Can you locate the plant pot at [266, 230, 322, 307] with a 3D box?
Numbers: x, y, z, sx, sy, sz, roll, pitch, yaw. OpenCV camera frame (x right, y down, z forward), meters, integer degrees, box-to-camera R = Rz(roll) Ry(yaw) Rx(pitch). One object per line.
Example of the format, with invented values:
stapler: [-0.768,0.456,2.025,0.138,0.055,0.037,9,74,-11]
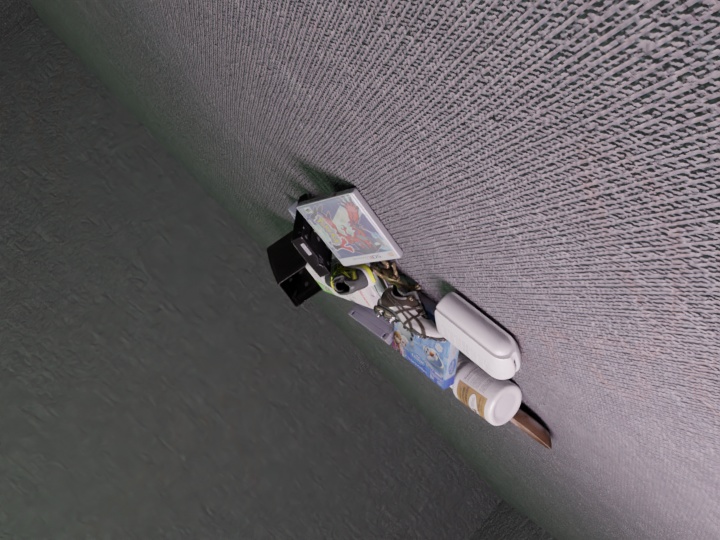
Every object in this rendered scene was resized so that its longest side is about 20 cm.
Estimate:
plant pot: [-0.218,-0.024,2.109,0.178,0.200,0.200,51,174,30]

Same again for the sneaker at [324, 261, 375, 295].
sneaker: [-0.047,0.021,1.506,0.200,0.085,0.075,-7,107,58]

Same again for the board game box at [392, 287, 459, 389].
board game box: [0.165,0.167,1.514,0.200,0.043,0.199,36,135,40]

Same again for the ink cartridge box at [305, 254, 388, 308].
ink cartridge box: [-0.036,0.020,1.713,0.200,0.084,0.146,18,156,31]

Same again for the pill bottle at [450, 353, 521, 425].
pill bottle: [0.301,0.296,1.524,0.200,0.114,0.114,32,163,50]

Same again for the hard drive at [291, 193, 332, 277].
hard drive: [-0.123,-0.095,1.567,0.140,0.038,0.200,53,-155,-35]

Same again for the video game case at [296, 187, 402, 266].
video game case: [-0.025,-0.092,1.354,0.182,0.023,0.200,-8,131,43]

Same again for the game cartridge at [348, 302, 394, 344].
game cartridge: [0.062,0.120,1.724,0.200,0.130,0.038,32,165,51]

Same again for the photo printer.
photo printer: [0.254,0.148,1.273,0.200,0.069,0.166,39,168,25]

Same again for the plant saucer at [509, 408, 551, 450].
plant saucer: [0.428,0.396,1.576,0.200,0.037,0.200,39,175,4]

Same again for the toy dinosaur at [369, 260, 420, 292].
toy dinosaur: [0.062,0.006,1.500,0.200,0.058,0.101,34,166,45]

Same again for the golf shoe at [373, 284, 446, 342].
golf shoe: [0.129,0.101,1.416,0.200,0.095,0.078,26,-175,20]

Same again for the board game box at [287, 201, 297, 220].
board game box: [-0.110,-0.096,1.802,0.200,0.041,0.200,37,167,34]

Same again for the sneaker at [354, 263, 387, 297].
sneaker: [0.000,0.000,1.576,0.200,0.071,0.073,55,-171,15]

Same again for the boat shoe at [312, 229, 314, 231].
boat shoe: [-0.057,-0.126,1.453,0.065,0.073,0.200,23,167,-17]
